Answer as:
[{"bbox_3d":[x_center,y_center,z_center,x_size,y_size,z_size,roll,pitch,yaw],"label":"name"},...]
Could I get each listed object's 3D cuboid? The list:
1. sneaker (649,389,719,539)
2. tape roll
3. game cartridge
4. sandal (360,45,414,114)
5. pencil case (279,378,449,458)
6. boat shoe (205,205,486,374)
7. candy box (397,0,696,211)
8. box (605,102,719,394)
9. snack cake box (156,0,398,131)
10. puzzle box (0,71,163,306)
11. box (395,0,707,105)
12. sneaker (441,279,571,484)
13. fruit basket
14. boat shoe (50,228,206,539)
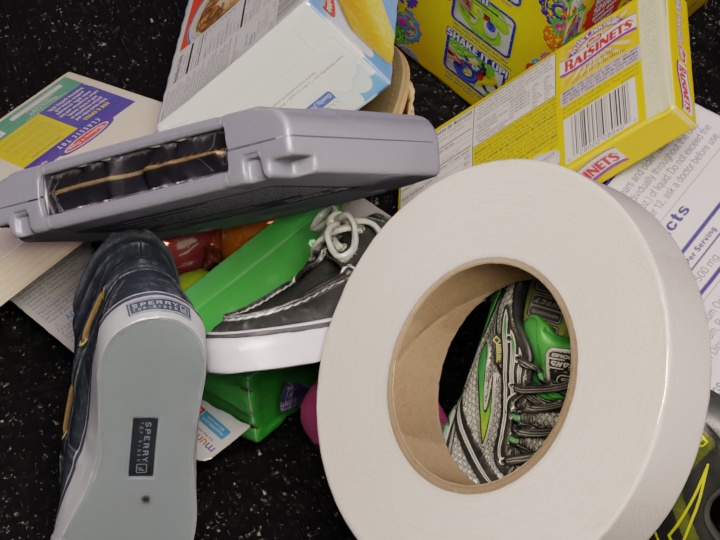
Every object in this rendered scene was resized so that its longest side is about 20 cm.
[{"bbox_3d":[0.150,0.132,0.965,0.085,0.200,0.074,16,47,24],"label":"sneaker"},{"bbox_3d":[0.064,0.051,0.913,0.037,0.203,0.203,19,43,-47],"label":"tape roll"},{"bbox_3d":[-0.068,-0.045,0.996,0.200,0.133,0.041,-11,80,37],"label":"game cartridge"},{"bbox_3d":[0.007,-0.093,1.180,0.078,0.070,0.212,-37,30,12],"label":"sandal"},{"bbox_3d":[0.037,0.133,1.038,0.091,0.094,0.200,-16,61,-23],"label":"pencil case"},{"bbox_3d":[0.002,0.000,1.031,0.199,0.074,0.068,-18,100,-29],"label":"boat shoe"},{"bbox_3d":[0.098,-0.072,1.125,0.026,0.200,0.102,37,39,-29],"label":"candy box"},{"bbox_3d":[0.198,0.040,1.076,0.200,0.105,0.184,32,62,21],"label":"box"},{"bbox_3d":[-0.042,-0.139,1.141,0.067,0.115,0.200,42,27,-22],"label":"snack cake box"},{"bbox_3d":[-0.197,-0.037,1.133,0.200,0.025,0.133,-40,36,-24],"label":"puzzle box"},{"bbox_3d":[0.134,-0.215,1.208,0.122,0.193,0.200,40,64,20],"label":"box"},{"bbox_3d":[0.081,0.060,0.965,0.078,0.085,0.200,8,85,-3],"label":"sneaker"},{"bbox_3d":[-0.086,0.000,1.133,0.200,0.094,0.185,32,59,33],"label":"fruit basket"},{"bbox_3d":[-0.117,0.081,1.025,0.071,0.200,0.091,5,30,-16],"label":"boat shoe"}]
